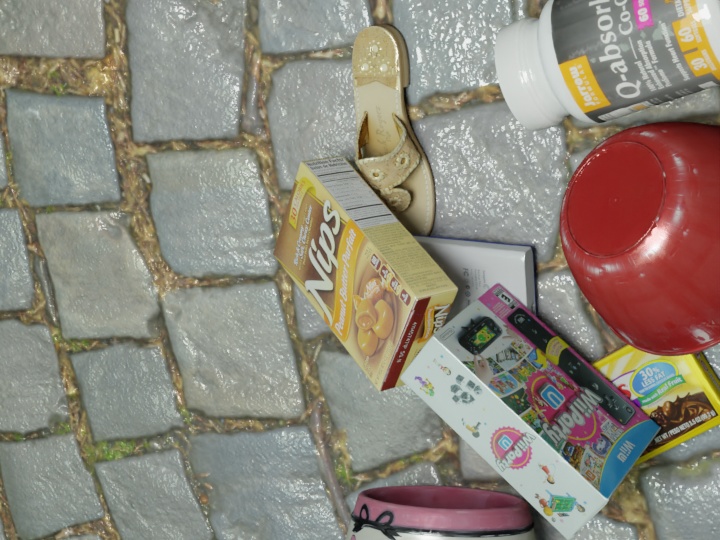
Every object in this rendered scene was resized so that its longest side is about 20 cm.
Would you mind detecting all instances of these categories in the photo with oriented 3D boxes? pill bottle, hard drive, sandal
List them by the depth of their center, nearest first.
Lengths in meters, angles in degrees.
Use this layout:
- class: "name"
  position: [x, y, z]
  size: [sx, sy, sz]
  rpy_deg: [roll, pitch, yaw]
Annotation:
- class: "pill bottle"
  position: [0.217, -0.188, 1.120]
  size: [0.198, 0.116, 0.118]
  rpy_deg: [-16, 97, 33]
- class: "sandal"
  position: [0.015, -0.121, 1.289]
  size: [0.077, 0.069, 0.215]
  rpy_deg: [-1, 105, 31]
- class: "hard drive"
  position: [0.075, 0.032, 1.321]
  size: [0.198, 0.025, 0.134]
  rpy_deg: [6, 114, 29]

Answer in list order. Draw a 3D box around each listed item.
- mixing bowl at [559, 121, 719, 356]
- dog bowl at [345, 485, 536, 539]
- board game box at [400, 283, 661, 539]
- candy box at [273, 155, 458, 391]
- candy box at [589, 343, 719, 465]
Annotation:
- class: "mixing bowl"
  position: [0.235, -0.040, 1.103]
  size: [0.199, 0.108, 0.203]
  rpy_deg: [-20, 61, 41]
- class: "dog bowl"
  position: [0.077, 0.253, 1.304]
  size: [0.198, 0.199, 0.075]
  rpy_deg: [2, 89, 30]
- class: "board game box"
  position: [0.152, 0.118, 1.201]
  size: [0.200, 0.147, 0.064]
  rpy_deg: [43, 124, 10]
- class: "candy box"
  position: [0.000, 0.000, 1.269]
  size: [0.200, 0.055, 0.116]
  rpy_deg: [50, 135, 34]
- class: "candy box"
  position: [0.237, 0.131, 1.261]
  size: [0.199, 0.026, 0.103]
  rpy_deg: [-35, 84, 34]
